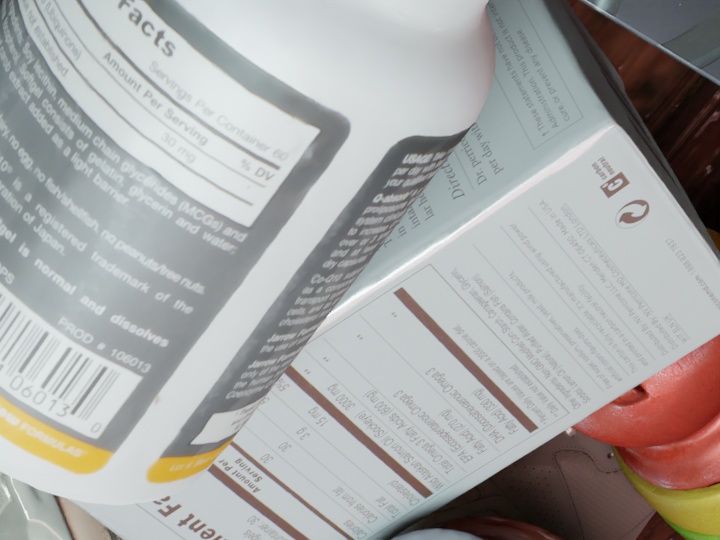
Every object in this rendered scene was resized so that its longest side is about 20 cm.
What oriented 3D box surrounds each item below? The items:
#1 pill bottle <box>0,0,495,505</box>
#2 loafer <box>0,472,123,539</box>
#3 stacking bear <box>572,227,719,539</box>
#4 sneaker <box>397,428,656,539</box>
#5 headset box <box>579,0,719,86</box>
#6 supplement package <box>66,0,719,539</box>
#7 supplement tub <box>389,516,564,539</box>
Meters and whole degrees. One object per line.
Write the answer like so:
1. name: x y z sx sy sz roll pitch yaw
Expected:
1. pill bottle: -0.037 -0.045 0.567 0.116 0.117 0.200 17 122 -36
2. loafer: -0.087 0.109 0.757 0.063 0.201 0.072 -31 -166 -40
3. stacking bear: 0.139 0.046 0.805 0.114 0.122 0.200 -39 134 23
4. sneaker: 0.047 0.066 0.845 0.199 0.076 0.092 20 116 -47
5. headset box: 0.131 -0.145 0.630 0.174 0.093 0.200 22 118 -40
6. supplement package: 0.000 0.000 0.712 0.199 0.117 0.117 -33 139 11
7. supplement tub: 0.054 0.148 0.775 0.107 0.107 0.200 -30 151 8
